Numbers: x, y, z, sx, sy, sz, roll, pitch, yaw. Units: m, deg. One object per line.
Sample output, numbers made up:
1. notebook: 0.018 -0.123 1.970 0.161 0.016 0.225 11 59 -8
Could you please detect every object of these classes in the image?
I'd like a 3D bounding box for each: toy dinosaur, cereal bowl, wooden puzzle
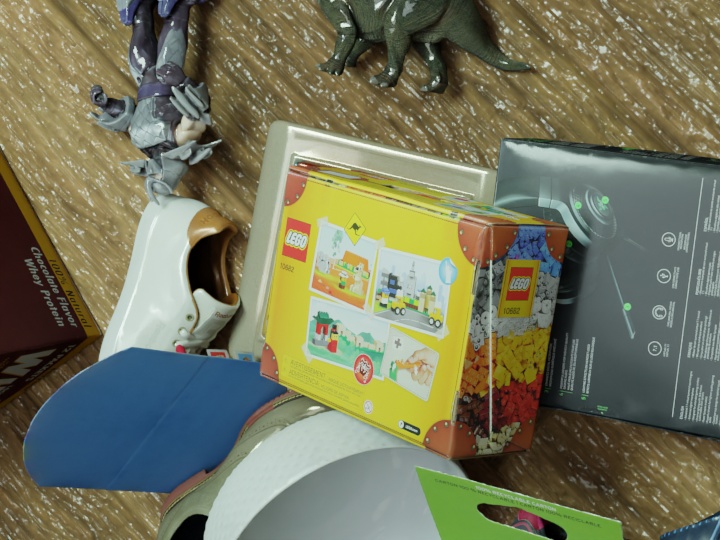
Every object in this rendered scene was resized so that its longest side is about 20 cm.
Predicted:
1. toy dinosaur: 0.024 -0.183 1.104 0.198 0.077 0.104 20 108 23
2. cereal bowl: -0.023 0.172 1.104 0.201 0.199 0.084 -52 42 17
3. wooden puzzle: 0.000 0.000 1.148 0.198 0.037 0.187 15 100 21

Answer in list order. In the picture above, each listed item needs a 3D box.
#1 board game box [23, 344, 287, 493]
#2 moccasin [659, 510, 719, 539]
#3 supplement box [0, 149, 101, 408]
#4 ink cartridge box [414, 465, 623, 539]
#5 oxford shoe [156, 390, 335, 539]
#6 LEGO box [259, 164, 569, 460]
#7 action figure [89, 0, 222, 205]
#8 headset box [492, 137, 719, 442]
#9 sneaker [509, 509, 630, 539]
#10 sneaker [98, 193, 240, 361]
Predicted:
1. board game box: -0.154 0.099 1.152 0.158 0.198 0.039 -51 48 31
2. moccasin: 0.289 0.148 1.028 0.198 0.081 0.069 -17 73 6
3. supplement box: -0.340 0.009 1.201 0.132 0.200 0.199 -34 81 21
4. ink cartridge box: 0.098 0.228 0.989 0.146 0.076 0.201 12 139 30
5. oxford shoe: -0.077 0.163 1.162 0.070 0.075 0.200 39 114 -15
6. LEGO box: 0.029 0.022 1.039 0.199 0.077 0.151 19 104 47
7. action figure: -0.154 -0.149 1.179 0.129 0.069 0.203 -5 84 40
8. headset box: 0.175 0.007 1.046 0.198 0.093 0.177 8 97 22
9. sneaker: 0.185 0.222 1.066 0.198 0.080 0.076 16 98 21
10. sneaker: -0.141 0.048 1.186 0.084 0.073 0.203 17 99 31
